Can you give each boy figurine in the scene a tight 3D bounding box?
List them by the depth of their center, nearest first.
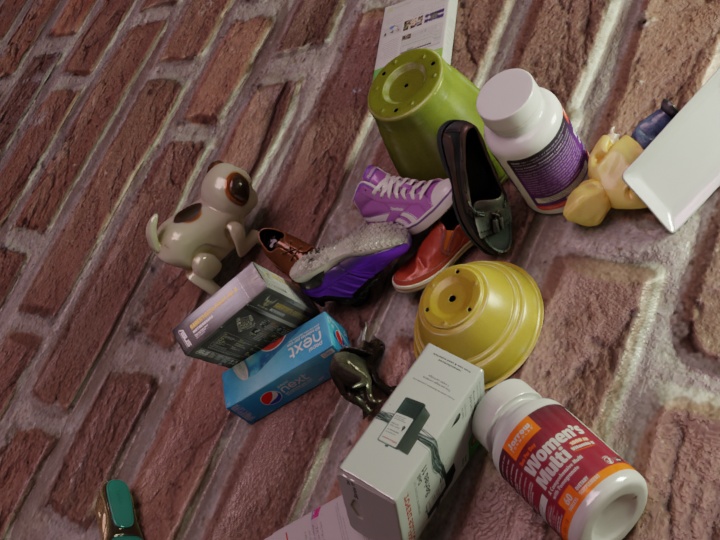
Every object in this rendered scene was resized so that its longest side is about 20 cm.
[{"bbox_3d":[0.355,-0.128,1.221,0.200,0.064,0.125,-44,66,7],"label":"boy figurine"}]

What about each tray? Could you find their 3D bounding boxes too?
[{"bbox_3d":[0.426,-0.156,1.172,0.200,0.107,0.022,-47,13,1],"label":"tray"}]

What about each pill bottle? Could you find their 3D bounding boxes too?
[{"bbox_3d":[0.219,0.217,1.051,0.110,0.110,0.200,-47,44,0],"label":"pill bottle"},{"bbox_3d":[0.234,-0.175,1.249,0.110,0.200,0.113,-19,50,25],"label":"pill bottle"}]

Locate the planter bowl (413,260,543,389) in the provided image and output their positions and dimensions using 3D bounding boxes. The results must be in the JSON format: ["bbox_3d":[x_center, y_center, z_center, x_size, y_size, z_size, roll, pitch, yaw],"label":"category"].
[{"bbox_3d":[0.139,0.055,1.246,0.198,0.083,0.203,-21,49,26],"label":"planter bowl"}]

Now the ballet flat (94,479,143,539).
[{"bbox_3d":[-0.366,0.415,1.408,0.066,0.070,0.201,-58,35,29],"label":"ballet flat"}]

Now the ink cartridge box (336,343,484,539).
[{"bbox_3d":[0.066,0.214,1.099,0.082,0.148,0.201,24,57,27],"label":"ink cartridge box"}]

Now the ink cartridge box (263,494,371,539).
[{"bbox_3d":[-0.040,0.369,1.173,0.198,0.068,0.116,-31,46,15],"label":"ink cartridge box"}]

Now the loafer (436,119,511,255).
[{"bbox_3d":[0.162,-0.109,1.262,0.071,0.202,0.063,-31,17,-19],"label":"loafer"}]

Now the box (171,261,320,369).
[{"bbox_3d":[-0.166,0.076,1.381,0.158,0.200,0.049,-40,67,8],"label":"box"}]

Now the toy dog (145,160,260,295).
[{"bbox_3d":[-0.258,-0.090,1.583,0.201,0.193,0.139,-54,32,1],"label":"toy dog"}]

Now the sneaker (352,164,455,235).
[{"bbox_3d":[0.058,-0.113,1.355,0.199,0.115,0.073,-24,20,50],"label":"sneaker"}]

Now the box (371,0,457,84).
[{"bbox_3d":[0.097,-0.404,1.636,0.142,0.036,0.203,-11,53,32],"label":"box"}]

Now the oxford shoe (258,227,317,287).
[{"bbox_3d":[-0.101,-0.017,1.491,0.199,0.071,0.072,25,75,43],"label":"oxford shoe"}]

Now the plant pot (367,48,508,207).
[{"bbox_3d":[0.109,-0.219,1.382,0.198,0.193,0.203,-20,50,26],"label":"plant pot"}]

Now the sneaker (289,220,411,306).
[{"bbox_3d":[0.000,0.000,1.383,0.197,0.100,0.070,-20,30,24],"label":"sneaker"}]

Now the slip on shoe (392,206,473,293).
[{"bbox_3d":[0.119,-0.046,1.338,0.199,0.061,0.074,-41,31,4],"label":"slip on shoe"}]

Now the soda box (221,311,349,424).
[{"bbox_3d":[-0.111,0.147,1.387,0.198,0.064,0.069,-31,46,16],"label":"soda box"}]

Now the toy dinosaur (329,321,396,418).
[{"bbox_3d":[-0.009,0.146,1.262,0.077,0.200,0.102,-45,81,16],"label":"toy dinosaur"}]
